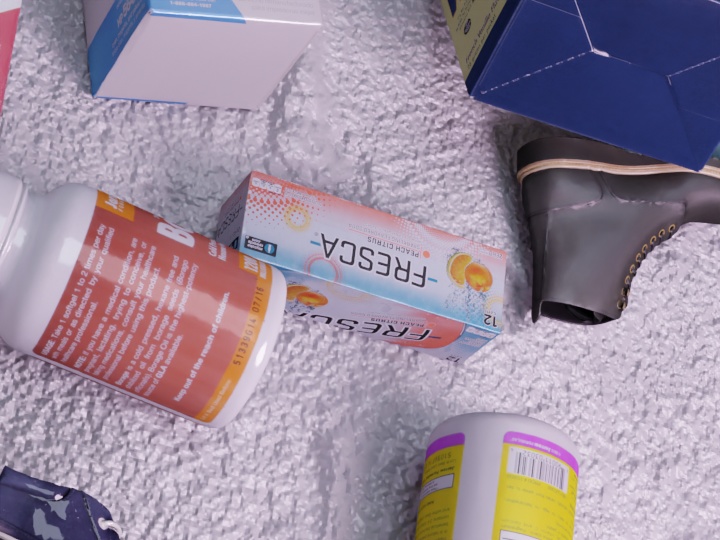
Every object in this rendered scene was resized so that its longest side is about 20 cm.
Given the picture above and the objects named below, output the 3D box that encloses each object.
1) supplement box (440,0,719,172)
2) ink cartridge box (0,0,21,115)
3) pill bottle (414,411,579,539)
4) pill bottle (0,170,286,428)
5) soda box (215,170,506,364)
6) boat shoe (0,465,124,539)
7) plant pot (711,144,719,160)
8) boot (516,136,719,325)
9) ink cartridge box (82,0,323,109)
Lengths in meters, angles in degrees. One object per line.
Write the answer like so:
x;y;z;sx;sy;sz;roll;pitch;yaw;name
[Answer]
0.178;-0.206;1.345;0.199;0.135;0.200;16;34;-19;supplement box
-0.320;-0.175;1.139;0.199;0.083;0.147;12;77;-21;ink cartridge box
0.083;0.201;1.171;0.104;0.104;0.201;19;60;-18;pill bottle
-0.156;0.013;1.133;0.199;0.112;0.113;24;59;-15;pill bottle
0.000;0.000;1.247;0.199;0.064;0.069;17;61;-18;soda box
-0.150;0.189;1.076;0.199;0.075;0.093;26;66;-13;boat shoe
0.365;-0.137;1.411;0.141;0.200;0.142;32;57;-9;plant pot
0.212;-0.016;1.363;0.199;0.077;0.139;5;70;-11;boot
-0.119;-0.232;1.258;0.128;0.125;0.201;1;68;-26;ink cartridge box
